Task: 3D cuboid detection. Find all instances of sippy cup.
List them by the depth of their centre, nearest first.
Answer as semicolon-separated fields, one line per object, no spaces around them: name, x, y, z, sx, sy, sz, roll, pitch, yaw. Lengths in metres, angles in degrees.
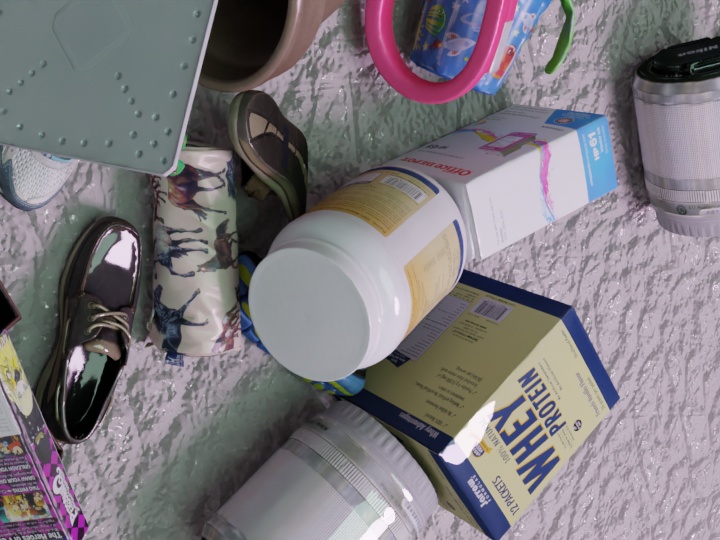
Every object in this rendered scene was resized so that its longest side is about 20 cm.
sippy cup;0.114;-0.251;1.102;0.139;0.176;0.132;-1;116;-63

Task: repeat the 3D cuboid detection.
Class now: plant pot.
plant pot;-0.076;-0.274;0.935;0.174;0.198;0.203;-36;121;-43

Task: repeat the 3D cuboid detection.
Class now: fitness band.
fitness band;0.073;-0.254;1.023;0.037;0.142;0.203;-32;142;-53

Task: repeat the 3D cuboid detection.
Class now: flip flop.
flip flop;-0.088;-0.097;0.999;0.200;0.056;0.083;50;39;-67

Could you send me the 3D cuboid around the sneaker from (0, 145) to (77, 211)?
sneaker;-0.236;-0.143;0.897;0.077;0.086;0.203;25;87;-36

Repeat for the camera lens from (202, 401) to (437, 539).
camera lens;-0.042;0.249;1.076;0.200;0.159;0.161;-43;122;-19

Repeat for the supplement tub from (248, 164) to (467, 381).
supplement tub;0.000;0.000;1.006;0.200;0.142;0.147;-39;125;-54

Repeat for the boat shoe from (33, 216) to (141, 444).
boat shoe;-0.224;0.056;0.962;0.074;0.073;0.204;11;95;-37

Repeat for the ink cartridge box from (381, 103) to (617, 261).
ink cartridge box;0.142;-0.096;1.142;0.198;0.144;0.086;-28;116;-27

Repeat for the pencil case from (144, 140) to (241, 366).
pencil case;-0.153;-0.021;0.991;0.088;0.078;0.204;-3;104;-12

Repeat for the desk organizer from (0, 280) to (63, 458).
desk organizer;-0.299;0.086;0.885;0.202;0.076;0.072;65;32;-21

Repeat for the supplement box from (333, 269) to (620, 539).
supplement box;0.116;0.128;1.144;0.200;0.199;0.135;-44;121;-17

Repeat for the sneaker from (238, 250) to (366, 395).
sneaker;-0.061;0.045;1.090;0.199;0.070;0.084;43;54;-32

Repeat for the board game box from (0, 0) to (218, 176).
board game box;-0.199;-0.182;0.845;0.026;0.197;0.204;27;75;-69

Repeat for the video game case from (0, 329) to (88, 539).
video game case;-0.330;0.144;0.854;0.036;0.196;0.184;-68;145;-63

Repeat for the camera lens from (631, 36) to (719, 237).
camera lens;0.409;-0.161;1.307;0.158;0.159;0.203;-27;115;-27
